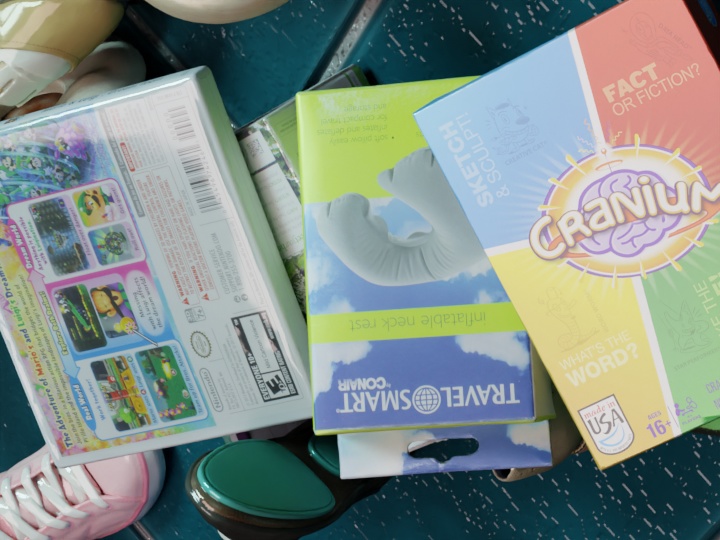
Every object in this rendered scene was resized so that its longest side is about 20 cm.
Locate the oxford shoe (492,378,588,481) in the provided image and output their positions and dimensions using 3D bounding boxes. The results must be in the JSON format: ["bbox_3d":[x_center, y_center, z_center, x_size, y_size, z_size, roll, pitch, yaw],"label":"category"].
[{"bbox_3d":[0.065,0.015,1.517,0.071,0.074,0.201,-21,96,54],"label":"oxford shoe"}]

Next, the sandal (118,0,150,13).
[{"bbox_3d":[-0.166,-0.160,1.649,0.200,0.075,0.045,3,73,42],"label":"sandal"}]

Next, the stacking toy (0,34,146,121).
[{"bbox_3d":[-0.161,-0.028,1.708,0.146,0.146,0.200,8,134,43],"label":"stacking toy"}]

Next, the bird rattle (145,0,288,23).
[{"bbox_3d":[-0.052,-0.194,1.457,0.200,0.163,0.113,46,179,10],"label":"bird rattle"}]

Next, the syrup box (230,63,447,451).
[{"bbox_3d":[0.000,0.000,1.571,0.079,0.081,0.200,-26,96,50],"label":"syrup box"}]

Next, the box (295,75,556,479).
[{"bbox_3d":[0.033,0.004,1.478,0.121,0.048,0.201,-4,87,16],"label":"box"}]

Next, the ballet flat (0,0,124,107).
[{"bbox_3d":[-0.215,-0.117,1.639,0.199,0.069,0.063,-7,73,36],"label":"ballet flat"}]

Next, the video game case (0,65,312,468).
[{"bbox_3d":[-0.126,0.002,1.579,0.182,0.024,0.201,-13,105,29],"label":"video game case"}]

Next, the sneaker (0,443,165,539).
[{"bbox_3d":[-0.208,0.156,1.865,0.200,0.105,0.076,-35,84,49],"label":"sneaker"}]

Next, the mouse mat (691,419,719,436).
[{"bbox_3d":[0.171,-0.005,1.450,0.161,0.008,0.201,8,119,44],"label":"mouse mat"}]

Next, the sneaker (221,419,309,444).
[{"bbox_3d":[-0.046,0.040,1.653,0.087,0.074,0.201,-16,101,44],"label":"sneaker"}]

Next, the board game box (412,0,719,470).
[{"bbox_3d":[0.138,-0.024,1.392,0.153,0.040,0.200,-27,93,25],"label":"board game box"}]

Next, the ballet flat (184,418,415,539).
[{"bbox_3d":[-0.036,0.124,1.590,0.068,0.200,0.069,43,121,20],"label":"ballet flat"}]
